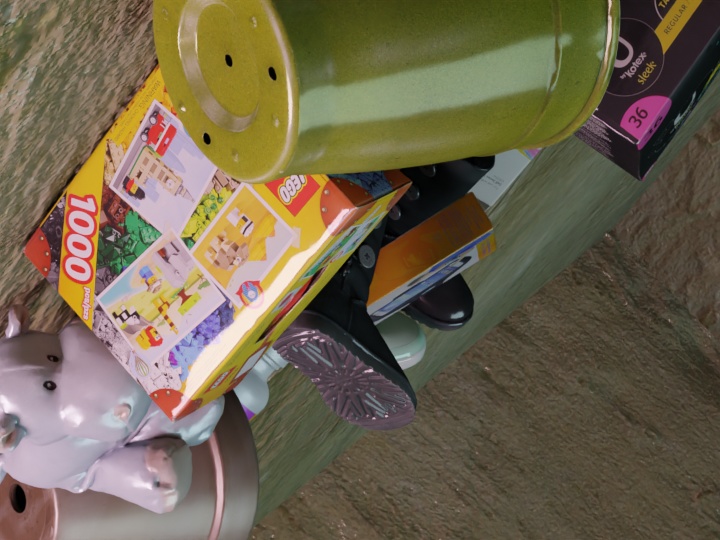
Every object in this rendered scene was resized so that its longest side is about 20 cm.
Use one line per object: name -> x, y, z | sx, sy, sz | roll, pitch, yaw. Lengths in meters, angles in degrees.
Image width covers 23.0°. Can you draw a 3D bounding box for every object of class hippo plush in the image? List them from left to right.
hippo plush -> -0.204, 0.075, 1.237 | 0.199, 0.160, 0.161 | -3, 151, 7

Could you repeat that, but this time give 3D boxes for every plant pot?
plant pot -> -0.211, 0.169, 1.440 | 0.173, 0.201, 0.200 | -8, 148, -44
plant pot -> 0.000, -0.135, 0.949 | 0.192, 0.201, 0.201 | -22, 161, -32

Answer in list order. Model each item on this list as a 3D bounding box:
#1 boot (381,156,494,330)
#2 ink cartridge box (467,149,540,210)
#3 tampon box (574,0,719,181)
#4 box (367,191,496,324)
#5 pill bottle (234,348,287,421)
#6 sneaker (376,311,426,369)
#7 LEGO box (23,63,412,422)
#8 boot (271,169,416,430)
boot -> 0.072, -0.053, 1.591 | 0.066, 0.165, 0.200 | -45, 175, -42
ink cartridge box -> 0.130, -0.144, 1.635 | 0.200, 0.067, 0.117 | -51, -163, 36
tampon box -> 0.200, -0.172, 1.319 | 0.150, 0.126, 0.200 | -55, 170, 2
box -> 0.020, 0.011, 1.475 | 0.200, 0.042, 0.119 | -34, 171, 1
pill bottle -> -0.155, 0.118, 1.620 | 0.200, 0.104, 0.104 | -43, 171, 1
sneaker -> -0.014, 0.018, 1.568 | 0.074, 0.199, 0.118 | -93, -152, -47
LEGO box -> -0.090, -0.032, 1.076 | 0.200, 0.149, 0.077 | -49, 169, 31
boot -> 0.000, -0.001, 1.353 | 0.065, 0.201, 0.165 | -12, 142, 24
